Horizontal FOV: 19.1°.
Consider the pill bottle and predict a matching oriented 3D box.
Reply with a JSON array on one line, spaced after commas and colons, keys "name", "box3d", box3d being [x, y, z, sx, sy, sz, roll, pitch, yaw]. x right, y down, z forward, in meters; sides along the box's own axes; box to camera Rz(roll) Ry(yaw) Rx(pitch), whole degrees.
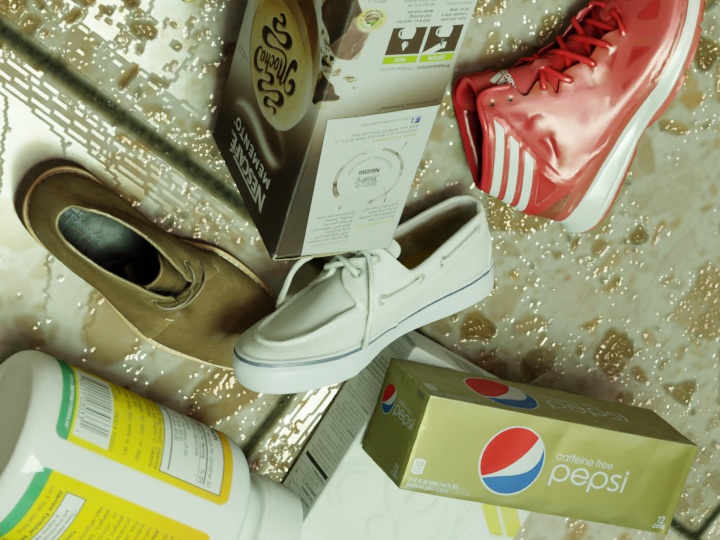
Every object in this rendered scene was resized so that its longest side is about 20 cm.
[{"name": "pill bottle", "box3d": [-0.138, 0.135, 1.296, 0.199, 0.113, 0.113, 26, 99, -27]}]

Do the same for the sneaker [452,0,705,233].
[{"name": "sneaker", "box3d": [0.130, -0.126, 1.320, 0.115, 0.078, 0.201, 15, 103, -26]}]

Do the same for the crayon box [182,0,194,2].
[{"name": "crayon box", "box3d": [-0.050, -0.274, 1.206, 0.172, 0.058, 0.201, -20, 116, -14]}]

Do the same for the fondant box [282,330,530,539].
[{"name": "fondant box", "box3d": [0.029, 0.152, 1.397, 0.144, 0.058, 0.201, 28, 99, -28]}]

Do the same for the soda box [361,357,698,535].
[{"name": "soda box", "box3d": [0.107, 0.111, 1.341, 0.199, 0.068, 0.064, 12, 104, -25]}]

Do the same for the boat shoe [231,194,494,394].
[{"name": "boat shoe", "box3d": [0.004, 0.001, 1.295, 0.201, 0.074, 0.087, -24, 126, -32]}]

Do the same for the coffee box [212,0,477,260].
[{"name": "coffee box", "box3d": [-0.012, -0.117, 1.205, 0.079, 0.113, 0.201, -6, 136, -26]}]

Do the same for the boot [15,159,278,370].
[{"name": "boot", "box3d": [-0.115, 0.011, 1.279, 0.200, 0.075, 0.074, 34, 91, -30]}]
